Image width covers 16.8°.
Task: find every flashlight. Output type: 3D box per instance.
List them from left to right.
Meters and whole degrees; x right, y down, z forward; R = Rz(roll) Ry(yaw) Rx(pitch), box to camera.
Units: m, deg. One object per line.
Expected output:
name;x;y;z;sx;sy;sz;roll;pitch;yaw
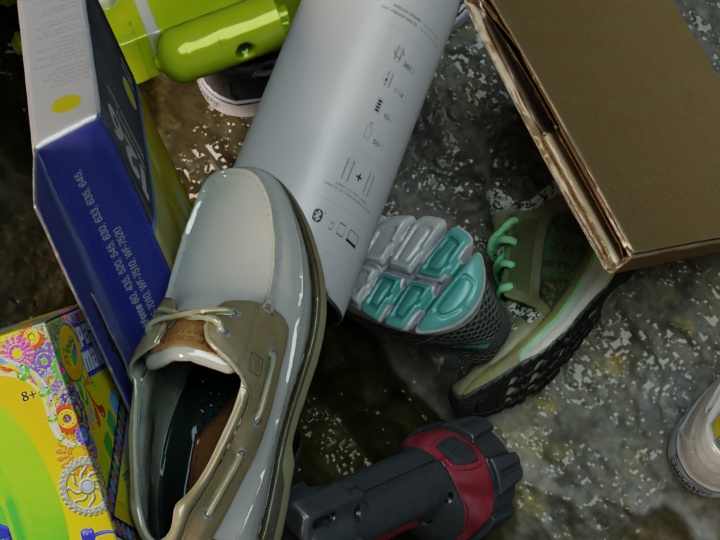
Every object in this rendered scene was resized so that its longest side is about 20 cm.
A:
flashlight;0.007;0.124;1.220;0.200;0.068;0.068;-18;98;-55

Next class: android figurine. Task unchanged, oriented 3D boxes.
android figurine;-0.100;-0.167;1.329;0.199;0.041;0.182;-18;47;-4

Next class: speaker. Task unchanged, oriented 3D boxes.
speaker;-0.012;-0.078;1.234;0.081;0.081;0.201;21;72;-3

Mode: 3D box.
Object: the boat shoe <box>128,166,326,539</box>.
boat shoe;-0.064;0.042;1.121;0.074;0.068;0.201;-7;70;27

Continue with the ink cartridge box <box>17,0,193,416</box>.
ink cartridge box;-0.111;-0.019;1.193;0.047;0.198;0.200;-19;37;2

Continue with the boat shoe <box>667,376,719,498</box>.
boat shoe;0.249;0.038;1.338;0.202;0.086;0.075;-42;83;-19

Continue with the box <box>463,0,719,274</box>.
box;0.149;-0.082;1.306;0.200;0.021;0.164;-9;67;-54

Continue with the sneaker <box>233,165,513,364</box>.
sneaker;0.000;0.000;1.295;0.200;0.091;0.078;30;83;39

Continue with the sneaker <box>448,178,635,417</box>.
sneaker;0.096;-0.003;1.340;0.088;0.077;0.200;34;62;12

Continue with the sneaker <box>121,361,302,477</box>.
sneaker;-0.067;0.112;1.241;0.099;0.070;0.200;-15;50;-25

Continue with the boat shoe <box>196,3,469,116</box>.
boat shoe;-0.002;-0.154;1.364;0.199;0.068;0.072;-26;78;-17

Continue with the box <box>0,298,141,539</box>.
box;-0.194;0.137;1.129;0.199;0.122;0.194;-18;92;7
